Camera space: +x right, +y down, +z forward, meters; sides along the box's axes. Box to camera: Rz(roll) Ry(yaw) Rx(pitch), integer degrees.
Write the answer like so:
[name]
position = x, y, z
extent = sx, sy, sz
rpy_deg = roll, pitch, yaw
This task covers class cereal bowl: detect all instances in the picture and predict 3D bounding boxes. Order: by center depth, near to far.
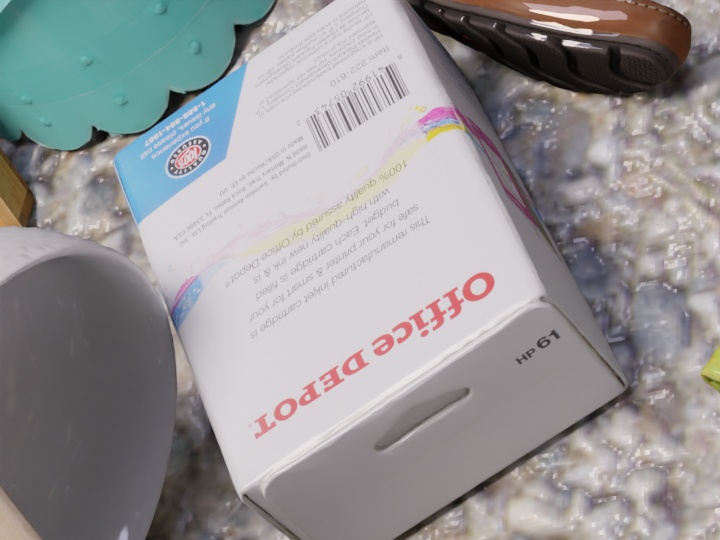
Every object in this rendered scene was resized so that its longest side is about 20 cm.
[cereal bowl]
position = -0.160, 0.073, 1.009
extent = 0.083, 0.200, 0.201
rpy_deg = 18, 71, 26

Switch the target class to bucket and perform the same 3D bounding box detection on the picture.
[bucket]
position = -0.144, -0.175, 1.234
extent = 0.206, 0.135, 0.208
rpy_deg = -16, 53, 23

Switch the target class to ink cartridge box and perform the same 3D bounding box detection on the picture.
[ink cartridge box]
position = 0.000, 0.000, 1.060
extent = 0.144, 0.085, 0.200
rpy_deg = -33, 47, 11

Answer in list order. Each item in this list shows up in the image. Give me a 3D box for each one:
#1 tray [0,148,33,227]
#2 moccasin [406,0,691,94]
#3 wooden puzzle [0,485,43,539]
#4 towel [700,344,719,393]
[tray]
position = -0.267, -0.025, 1.236
extent = 0.199, 0.099, 0.037
rpy_deg = -24, 29, 18
[moccasin]
position = 0.067, -0.130, 1.117
extent = 0.201, 0.074, 0.078
rpy_deg = 27, 85, 51
[wooden puzzle]
position = -0.132, 0.177, 0.873
extent = 0.185, 0.037, 0.200
rpy_deg = 47, 124, 28
[towel]
position = 0.230, -0.015, 0.964
extent = 0.143, 0.023, 0.200
rpy_deg = 27, 77, 40
